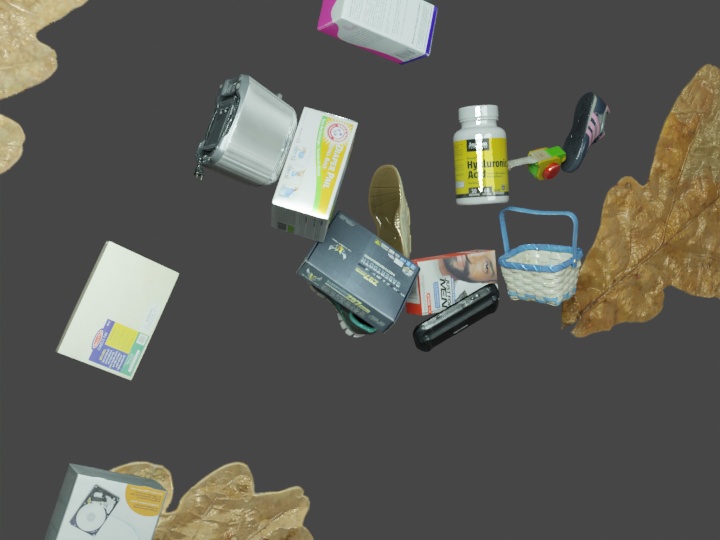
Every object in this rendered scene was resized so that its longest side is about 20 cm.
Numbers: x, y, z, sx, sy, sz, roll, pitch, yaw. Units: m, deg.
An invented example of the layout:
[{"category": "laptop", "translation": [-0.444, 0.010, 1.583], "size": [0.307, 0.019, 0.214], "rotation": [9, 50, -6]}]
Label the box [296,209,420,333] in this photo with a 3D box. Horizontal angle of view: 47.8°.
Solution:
[{"category": "box", "translation": [0.000, 0.000, 1.511], "size": [0.200, 0.051, 0.158], "rotation": [35, 48, -5]}]

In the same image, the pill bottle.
[{"category": "pill bottle", "translation": [0.248, -0.236, 1.683], "size": [0.111, 0.111, 0.201], "rotation": [-6, 94, -30]}]

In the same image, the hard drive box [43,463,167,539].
[{"category": "hard drive box", "translation": [-0.426, 0.435, 1.329], "size": [0.156, 0.077, 0.200], "rotation": [20, 82, -29]}]

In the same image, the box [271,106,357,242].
[{"category": "box", "translation": [-0.083, -0.171, 1.452], "size": [0.101, 0.113, 0.200], "rotation": [17, 69, -1]}]

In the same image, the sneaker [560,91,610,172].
[{"category": "sneaker", "translation": [0.524, -0.306, 1.868], "size": [0.082, 0.070, 0.200], "rotation": [26, 81, -26]}]

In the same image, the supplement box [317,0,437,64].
[{"category": "supplement box", "translation": [0.032, -0.480, 1.551], "size": [0.200, 0.101, 0.104], "rotation": [13, 85, -31]}]

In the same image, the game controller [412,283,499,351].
[{"category": "game controller", "translation": [0.197, 0.097, 1.658], "size": [0.200, 0.104, 0.042], "rotation": [-29, 67, -7]}]

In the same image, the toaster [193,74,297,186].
[{"category": "toaster", "translation": [-0.198, -0.231, 1.418], "size": [0.129, 0.114, 0.200], "rotation": [24, 77, -31]}]

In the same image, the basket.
[{"category": "basket", "translation": [0.382, -0.035, 1.742], "size": [0.139, 0.176, 0.200], "rotation": [-31, 121, -41]}]

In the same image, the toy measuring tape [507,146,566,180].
[{"category": "toy measuring tape", "translation": [0.375, -0.225, 1.781], "size": [0.200, 0.074, 0.074], "rotation": [-18, 101, -32]}]

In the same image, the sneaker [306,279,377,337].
[{"category": "sneaker", "translation": [-0.026, 0.046, 1.542], "size": [0.078, 0.091, 0.200], "rotation": [-46, 112, -18]}]

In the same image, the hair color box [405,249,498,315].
[{"category": "hair color box", "translation": [0.188, 0.022, 1.686], "size": [0.200, 0.064, 0.111], "rotation": [-10, 97, -31]}]

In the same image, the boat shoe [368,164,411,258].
[{"category": "boat shoe", "translation": [0.065, -0.108, 1.612], "size": [0.065, 0.072, 0.201], "rotation": [-7, 89, -66]}]

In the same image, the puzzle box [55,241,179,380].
[{"category": "puzzle box", "translation": [-0.404, 0.068, 1.357], "size": [0.133, 0.025, 0.200], "rotation": [29, 78, -29]}]
